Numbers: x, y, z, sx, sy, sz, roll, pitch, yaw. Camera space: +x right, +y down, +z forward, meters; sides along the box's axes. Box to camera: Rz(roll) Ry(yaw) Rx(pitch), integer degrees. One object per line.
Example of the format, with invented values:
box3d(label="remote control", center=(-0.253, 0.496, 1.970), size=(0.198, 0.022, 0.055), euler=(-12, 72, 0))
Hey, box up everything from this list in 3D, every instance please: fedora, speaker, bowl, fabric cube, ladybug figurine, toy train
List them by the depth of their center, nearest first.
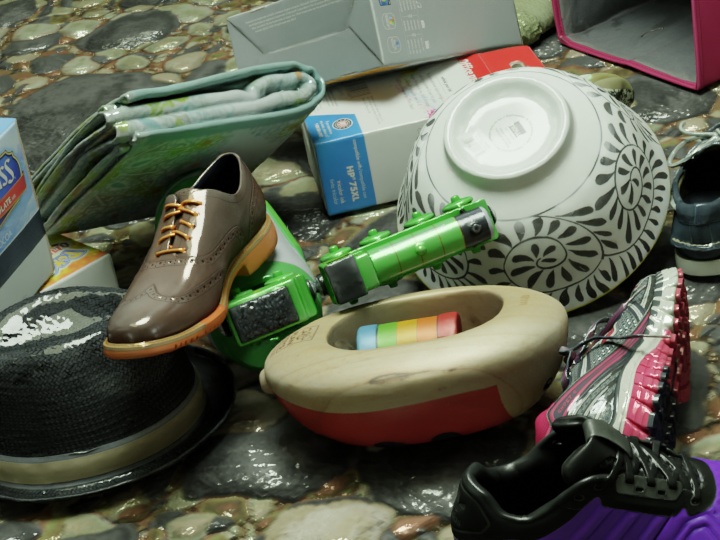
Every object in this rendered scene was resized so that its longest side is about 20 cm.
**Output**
box3d(label="ladybug figurine", center=(0.035, 0.063, 1.187), size=(0.200, 0.072, 0.136), euler=(-8, 19, 14))
box3d(label="toy train", center=(0.000, 0.000, 1.231), size=(0.200, 0.042, 0.056), euler=(-23, 4, -6))
box3d(label="fedora", center=(-0.186, 0.069, 1.240), size=(0.200, 0.092, 0.201), euler=(-8, 29, 5))
box3d(label="bowl", center=(0.111, -0.075, 1.314), size=(0.201, 0.094, 0.201), euler=(-9, 56, 13))
box3d(label="speaker", center=(-0.090, -0.005, 1.352), size=(0.088, 0.089, 0.200), euler=(-17, 29, -12))
box3d(label="fabric cube", center=(0.296, -0.299, 1.642), size=(0.199, 0.196, 0.200), euler=(-25, 31, -25))

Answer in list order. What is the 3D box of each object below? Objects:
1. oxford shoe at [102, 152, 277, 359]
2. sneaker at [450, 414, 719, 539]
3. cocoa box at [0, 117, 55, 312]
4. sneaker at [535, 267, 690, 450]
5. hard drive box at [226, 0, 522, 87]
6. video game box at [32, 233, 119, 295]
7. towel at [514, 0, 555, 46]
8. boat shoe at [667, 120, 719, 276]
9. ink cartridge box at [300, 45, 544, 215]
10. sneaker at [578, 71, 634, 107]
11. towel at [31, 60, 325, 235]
box3d(label="oxford shoe", center=(-0.116, -0.010, 1.195), size=(0.071, 0.073, 0.200), euler=(-4, 26, 20))
box3d(label="sneaker", center=(0.145, 0.121, 1.020), size=(0.200, 0.100, 0.070), euler=(-11, 30, 0))
box3d(label="cocoa box", center=(-0.322, -0.008, 1.298), size=(0.133, 0.131, 0.200), euler=(3, 32, 20))
box3d(label="sneaker", center=(0.159, 0.056, 1.146), size=(0.075, 0.081, 0.200), euler=(1, 23, 18))
box3d(label="hard drive box", center=(0.014, -0.202, 1.586), size=(0.156, 0.077, 0.200), euler=(-10, 5, 41))
box3d(label="video game box", center=(-0.314, 0.025, 1.419), size=(0.182, 0.047, 0.200), euler=(21, 42, 41))
box3d(label="towel", center=(0.098, -0.245, 1.781), size=(0.200, 0.037, 0.148), euler=(14, 38, 38))
box3d(label="boat shoe", center=(0.260, -0.068, 1.371), size=(0.075, 0.062, 0.200), euler=(1, 30, 24))
box3d(label="ink cartridge box", center=(0.056, -0.116, 1.523), size=(0.200, 0.067, 0.116), euler=(-13, 27, -4))
box3d(label="sneaker", center=(0.169, -0.078, 1.428), size=(0.089, 0.077, 0.200), euler=(20, 47, 29))
box3d(label="towel", center=(-0.143, -0.092, 1.431), size=(0.200, 0.048, 0.171), euler=(-13, -16, -40))
